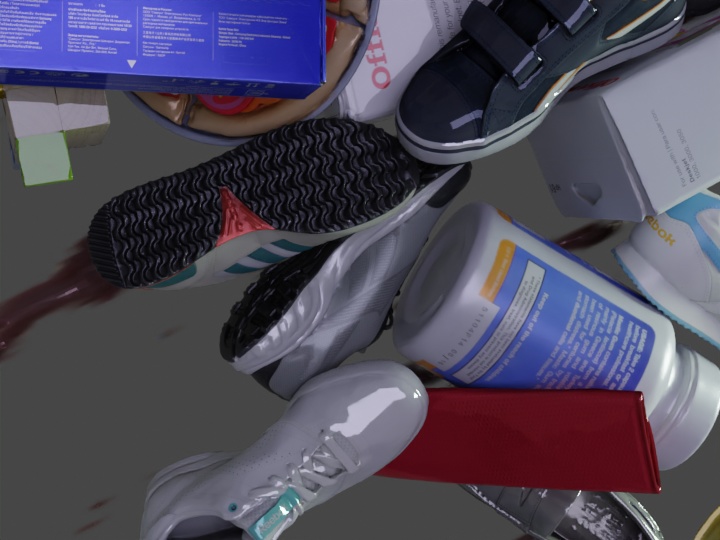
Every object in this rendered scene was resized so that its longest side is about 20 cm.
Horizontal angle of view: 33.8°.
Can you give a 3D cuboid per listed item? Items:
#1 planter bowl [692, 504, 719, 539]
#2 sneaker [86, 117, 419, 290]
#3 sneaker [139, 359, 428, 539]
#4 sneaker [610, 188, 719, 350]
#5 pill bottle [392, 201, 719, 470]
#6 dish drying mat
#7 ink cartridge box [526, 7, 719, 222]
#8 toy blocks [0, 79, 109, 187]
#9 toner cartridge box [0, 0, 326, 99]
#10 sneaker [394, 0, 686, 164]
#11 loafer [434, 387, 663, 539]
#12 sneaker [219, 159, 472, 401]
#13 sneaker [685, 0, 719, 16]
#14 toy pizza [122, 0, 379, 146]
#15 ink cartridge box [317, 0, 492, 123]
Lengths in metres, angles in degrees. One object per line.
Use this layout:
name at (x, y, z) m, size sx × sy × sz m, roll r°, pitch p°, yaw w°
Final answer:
planter bowl at (0.330, 0.249, 0.840) m, size 0.199 × 0.083 × 0.202 m, roll -1°, pitch 94°, yaw -12°
sneaker at (-0.063, -0.037, 0.725) m, size 0.199 × 0.093 × 0.071 m, roll -19°, pitch 86°, yaw -3°
sneaker at (-0.045, 0.129, 0.714) m, size 0.199 × 0.089 × 0.075 m, roll -31°, pitch 106°, yaw 11°
sneaker at (0.261, 0.011, 0.788) m, size 0.199 × 0.077 × 0.081 m, roll 26°, pitch 114°, yaw -32°
pill bottle at (0.130, 0.050, 0.767) m, size 0.199 × 0.112 × 0.113 m, roll 30°, pitch 86°, yaw -13°
dish drying mat at (0.081, 0.103, 0.736) m, size 0.199 × 0.018 × 0.077 m, roll -2°, pitch 121°, yaw 26°
ink cartridge box at (0.220, -0.113, 0.761) m, size 0.199 × 0.144 × 0.085 m, roll -29°, pitch 99°, yaw -10°
toy blocks at (-0.187, -0.143, 0.676) m, size 0.099 × 0.137 × 0.201 m, roll -11°, pitch 91°, yaw -17°
toner cartridge box at (-0.118, -0.141, 0.602) m, size 0.199 × 0.043 × 0.096 m, roll 1°, pitch 86°, yaw -17°
sneaker at (0.101, -0.139, 0.672) m, size 0.199 × 0.080 × 0.078 m, roll -33°, pitch 58°, yaw -15°
loafer at (0.123, 0.143, 0.791) m, size 0.199 × 0.070 × 0.070 m, roll 31°, pitch 89°, yaw -12°
sneaker at (0.000, 0.000, 0.762) m, size 0.200 × 0.074 × 0.079 m, roll -47°, pitch 118°, yaw -5°
sneaker at (0.181, -0.255, 0.760) m, size 0.074 × 0.088 × 0.200 m, roll -36°, pitch 92°, yaw -11°
toy pizza at (-0.084, -0.172, 0.693) m, size 0.199 × 0.032 × 0.202 m, roll 4°, pitch 103°, yaw 20°
ink cartridge box at (0.057, -0.181, 0.751) m, size 0.199 × 0.085 × 0.147 m, roll -15°, pitch 96°, yaw -13°
